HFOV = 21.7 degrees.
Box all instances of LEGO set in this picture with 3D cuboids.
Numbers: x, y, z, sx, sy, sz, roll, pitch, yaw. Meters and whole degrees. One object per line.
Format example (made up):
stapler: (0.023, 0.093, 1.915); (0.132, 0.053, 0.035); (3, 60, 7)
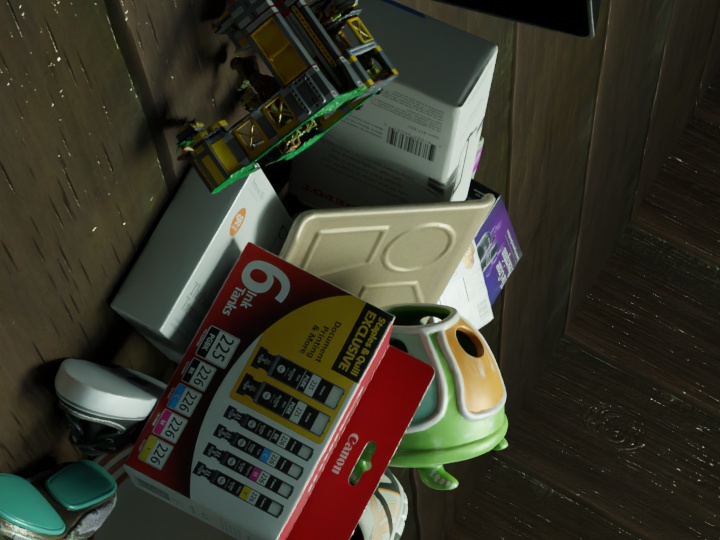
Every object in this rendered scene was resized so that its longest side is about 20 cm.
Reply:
LEGO set: (-0.067, -0.151, 1.378); (0.154, 0.116, 0.200); (-36, 178, 34)

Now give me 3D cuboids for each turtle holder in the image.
turtle holder: (0.035, 0.096, 1.582); (0.141, 0.185, 0.132); (-19, 111, -35)

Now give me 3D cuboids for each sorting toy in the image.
sorting toy: (0.000, 0.000, 1.594); (0.199, 0.037, 0.185); (-9, 146, -29)

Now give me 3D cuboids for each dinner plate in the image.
dinner plate: (-0.150, 0.225, 1.519); (0.201, 0.200, 0.024); (-61, 163, -3)

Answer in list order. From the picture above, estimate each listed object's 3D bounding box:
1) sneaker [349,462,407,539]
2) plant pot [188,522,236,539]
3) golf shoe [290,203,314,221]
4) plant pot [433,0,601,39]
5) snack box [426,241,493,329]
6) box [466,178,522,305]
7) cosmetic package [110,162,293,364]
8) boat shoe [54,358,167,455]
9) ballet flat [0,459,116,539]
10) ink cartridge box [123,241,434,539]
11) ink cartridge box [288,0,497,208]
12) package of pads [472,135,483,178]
sneaker: (-0.005, 0.205, 1.559); (0.200, 0.074, 0.080); (-95, 162, -57)
plant pot: (-0.127, 0.240, 1.610); (0.186, 0.199, 0.187); (-11, 90, -82)
golf shoe: (-0.031, -0.057, 1.708); (0.200, 0.078, 0.095); (-51, 152, -59)
plant pot: (0.114, -0.321, 1.488); (0.200, 0.199, 0.178); (60, 48, -73)
snack box: (0.076, -0.022, 1.792); (0.072, 0.024, 0.200); (-32, 123, -28)
box: (0.092, -0.005, 1.937); (0.141, 0.079, 0.200); (-56, 161, -7)
cosmetic package: (-0.120, -0.003, 1.512); (0.151, 0.052, 0.200); (-63, 167, -9)
boat shoe: (-0.195, 0.111, 1.439); (0.066, 0.070, 0.200); (-64, 174, 0)
ballet flat: (-0.245, 0.187, 1.395); (0.072, 0.072, 0.200); (-64, 164, 8)
ink cartridge box: (-0.057, 0.110, 1.448); (0.200, 0.175, 0.084); (-62, 175, -15)
ink cartridge box: (0.024, -0.125, 1.597); (0.084, 0.146, 0.200); (-58, 167, -34)
package of pads: (0.052, -0.053, 1.993); (0.200, 0.068, 0.155); (-45, 157, -48)
